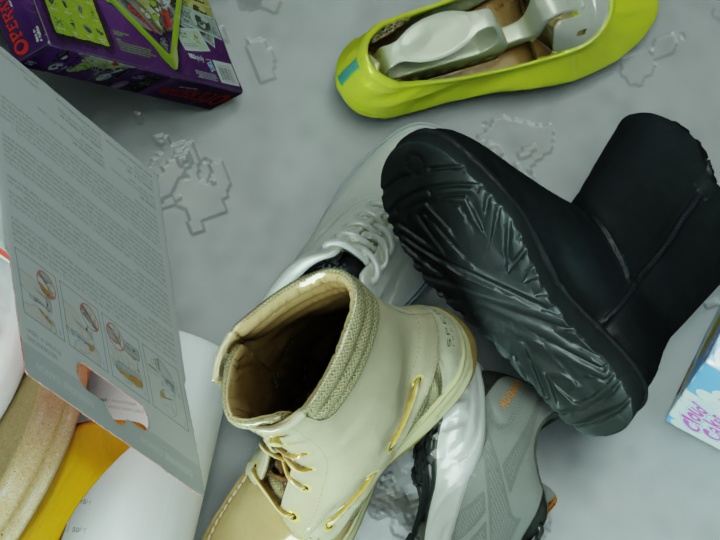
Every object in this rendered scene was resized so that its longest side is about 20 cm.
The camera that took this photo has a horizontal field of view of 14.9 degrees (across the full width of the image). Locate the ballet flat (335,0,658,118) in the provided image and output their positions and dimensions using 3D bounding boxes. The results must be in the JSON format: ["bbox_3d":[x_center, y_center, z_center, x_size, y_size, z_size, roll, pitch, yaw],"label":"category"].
[{"bbox_3d":[0.081,-0.134,1.541,0.199,0.067,0.067,-18,75,-12],"label":"ballet flat"}]

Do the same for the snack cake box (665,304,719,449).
[{"bbox_3d":[0.244,-0.002,1.495,0.067,0.115,0.201,28,71,2],"label":"snack cake box"}]

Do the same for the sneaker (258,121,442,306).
[{"bbox_3d":[0.000,0.000,1.486,0.073,0.071,0.201,30,72,3],"label":"sneaker"}]

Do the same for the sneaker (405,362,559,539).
[{"bbox_3d":[0.061,0.145,1.450,0.079,0.074,0.201,14,71,-8],"label":"sneaker"}]

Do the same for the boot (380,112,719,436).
[{"bbox_3d":[0.112,-0.033,1.468,0.200,0.076,0.168,49,47,-14],"label":"boot"}]

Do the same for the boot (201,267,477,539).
[{"bbox_3d":[-0.039,0.089,1.385,0.200,0.155,0.073,-48,65,8],"label":"boot"}]

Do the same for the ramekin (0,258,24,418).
[{"bbox_3d":[-0.266,0.025,1.379,0.201,0.094,0.203,-18,52,25],"label":"ramekin"}]

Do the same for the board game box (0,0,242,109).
[{"bbox_3d":[-0.139,-0.153,1.463,0.032,0.200,0.121,-23,76,23],"label":"board game box"}]

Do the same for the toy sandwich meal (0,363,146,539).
[{"bbox_3d":[-0.182,0.123,1.383,0.070,0.205,0.206,34,70,-23],"label":"toy sandwich meal"}]

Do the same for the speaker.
[{"bbox_3d":[-0.124,0.129,1.426,0.081,0.081,0.201,13,71,-3],"label":"speaker"}]

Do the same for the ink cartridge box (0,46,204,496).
[{"bbox_3d":[-0.148,0.003,1.348,0.057,0.162,0.201,-21,56,21],"label":"ink cartridge box"}]
